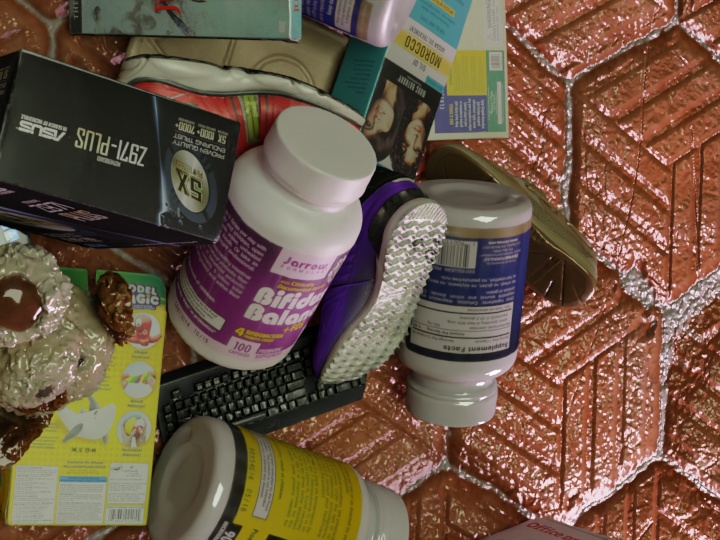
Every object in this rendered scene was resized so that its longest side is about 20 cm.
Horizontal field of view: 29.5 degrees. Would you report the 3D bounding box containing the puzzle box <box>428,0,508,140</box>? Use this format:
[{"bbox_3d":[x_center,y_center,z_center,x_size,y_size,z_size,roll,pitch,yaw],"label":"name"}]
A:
[{"bbox_3d":[0.070,-0.216,1.232,0.132,0.025,0.201,-4,95,-28],"label":"puzzle box"}]

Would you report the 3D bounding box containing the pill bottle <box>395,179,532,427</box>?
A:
[{"bbox_3d":[0.086,0.029,1.194,0.111,0.111,0.201,-6,111,-28],"label":"pill bottle"}]

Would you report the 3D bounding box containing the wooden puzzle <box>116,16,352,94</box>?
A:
[{"bbox_3d":[-0.118,-0.129,1.129,0.185,0.046,0.201,20,88,-27],"label":"wooden puzzle"}]

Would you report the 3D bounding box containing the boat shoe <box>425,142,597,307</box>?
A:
[{"bbox_3d":[0.140,-0.049,1.262,0.200,0.071,0.065,43,38,-15],"label":"boat shoe"}]

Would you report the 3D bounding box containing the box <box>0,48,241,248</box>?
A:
[{"bbox_3d":[-0.205,-0.075,0.939,0.163,0.200,0.087,16,80,-36],"label":"box"}]

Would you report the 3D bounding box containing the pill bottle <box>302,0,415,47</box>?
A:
[{"bbox_3d":[-0.048,-0.265,1.072,0.199,0.120,0.120,23,80,6],"label":"pill bottle"}]

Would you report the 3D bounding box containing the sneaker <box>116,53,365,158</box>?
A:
[{"bbox_3d":[-0.096,-0.118,1.082,0.199,0.077,0.085,8,99,-17],"label":"sneaker"}]

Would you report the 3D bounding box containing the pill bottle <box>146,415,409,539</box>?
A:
[{"bbox_3d":[-0.065,0.200,1.129,0.199,0.114,0.115,23,82,-31],"label":"pill bottle"}]

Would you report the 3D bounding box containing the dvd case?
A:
[{"bbox_3d":[-0.135,-0.248,1.031,0.022,0.199,0.147,-19,113,-62],"label":"dvd case"}]

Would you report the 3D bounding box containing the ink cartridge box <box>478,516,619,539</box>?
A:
[{"bbox_3d":[0.126,0.299,1.220,0.199,0.146,0.086,-13,97,-27],"label":"ink cartridge box"}]

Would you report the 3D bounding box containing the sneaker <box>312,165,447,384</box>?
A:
[{"bbox_3d":[0.001,0.000,1.154,0.069,0.100,0.201,-2,128,-41],"label":"sneaker"}]

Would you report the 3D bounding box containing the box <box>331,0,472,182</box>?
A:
[{"bbox_3d":[0.034,-0.181,1.161,0.082,0.049,0.201,24,81,-44],"label":"box"}]

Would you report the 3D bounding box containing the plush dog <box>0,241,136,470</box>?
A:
[{"bbox_3d":[-0.257,0.048,0.977,0.200,0.161,0.172,-45,134,13],"label":"plush dog"}]

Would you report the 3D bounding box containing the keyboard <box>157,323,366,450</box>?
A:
[{"bbox_3d":[-0.086,0.078,1.168,0.199,0.021,0.128,-17,101,-27],"label":"keyboard"}]

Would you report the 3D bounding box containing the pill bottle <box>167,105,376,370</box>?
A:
[{"bbox_3d":[-0.066,-0.025,1.060,0.112,0.113,0.200,9,131,-28],"label":"pill bottle"}]

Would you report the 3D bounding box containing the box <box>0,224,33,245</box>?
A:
[{"bbox_3d":[-0.352,-0.080,1.000,0.157,0.050,0.201,-24,104,-26],"label":"box"}]

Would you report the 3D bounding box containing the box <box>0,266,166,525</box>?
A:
[{"bbox_3d":[-0.220,0.098,1.083,0.117,0.048,0.201,6,92,-27],"label":"box"}]
